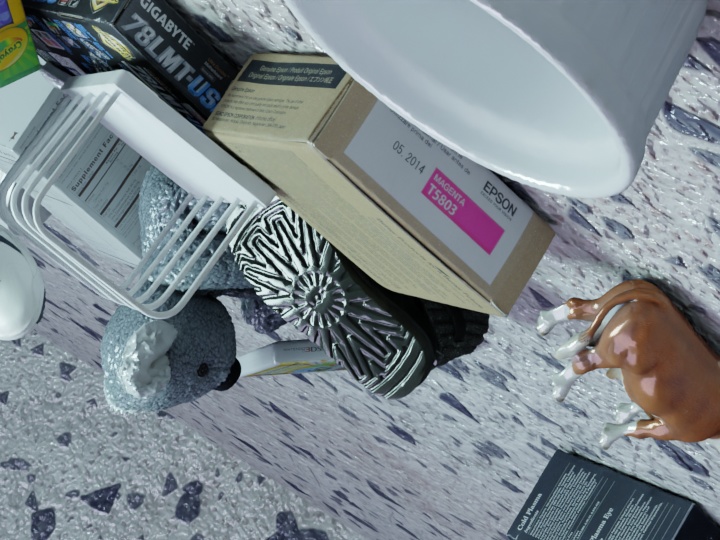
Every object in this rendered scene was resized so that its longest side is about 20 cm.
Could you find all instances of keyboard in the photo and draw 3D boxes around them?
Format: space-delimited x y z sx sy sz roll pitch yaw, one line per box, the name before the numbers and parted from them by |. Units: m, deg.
keyboard | -0.168 -0.106 1.594 0.199 0.011 0.056 31 168 3

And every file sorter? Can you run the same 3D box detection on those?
file sorter | -0.175 -0.053 1.468 0.139 0.125 0.200 39 172 -17

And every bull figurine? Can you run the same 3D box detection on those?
bull figurine | 0.210 0.080 1.404 0.121 0.065 0.200 -18 127 31

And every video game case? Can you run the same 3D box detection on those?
video game case | -0.010 0.076 1.834 0.180 0.023 0.200 -3 175 -14

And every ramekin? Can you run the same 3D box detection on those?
ramekin | 0.065 -0.131 0.945 0.200 0.098 0.201 32 167 8

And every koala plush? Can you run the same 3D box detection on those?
koala plush | -0.145 0.031 1.671 0.183 0.201 0.177 36 167 -8

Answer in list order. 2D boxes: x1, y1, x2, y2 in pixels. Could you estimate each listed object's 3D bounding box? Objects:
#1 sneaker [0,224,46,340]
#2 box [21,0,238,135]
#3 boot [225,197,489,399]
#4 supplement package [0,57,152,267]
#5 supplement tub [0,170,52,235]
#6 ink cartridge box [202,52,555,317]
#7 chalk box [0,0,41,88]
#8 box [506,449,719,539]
sneaker | -0.316 -0.034 1.463 0.200 0.079 0.130 56 -172 13
box | -0.171 -0.157 1.536 0.198 0.050 0.200 16 160 48
boot | -0.001 0.002 1.564 0.211 0.079 0.158 49 -153 3
supplement package | -0.235 -0.101 1.761 0.113 0.110 0.200 19 161 48
supplement tub | -0.375 -0.134 1.905 0.199 0.145 0.145 30 167 14
ink cartridge box | 0.012 -0.061 1.384 0.200 0.075 0.164 41 165 -29
chalk box | -0.325 -0.182 1.466 0.124 0.123 0.202 18 129 48
box | 0.275 0.285 1.951 0.181 0.105 0.200 18 160 47
